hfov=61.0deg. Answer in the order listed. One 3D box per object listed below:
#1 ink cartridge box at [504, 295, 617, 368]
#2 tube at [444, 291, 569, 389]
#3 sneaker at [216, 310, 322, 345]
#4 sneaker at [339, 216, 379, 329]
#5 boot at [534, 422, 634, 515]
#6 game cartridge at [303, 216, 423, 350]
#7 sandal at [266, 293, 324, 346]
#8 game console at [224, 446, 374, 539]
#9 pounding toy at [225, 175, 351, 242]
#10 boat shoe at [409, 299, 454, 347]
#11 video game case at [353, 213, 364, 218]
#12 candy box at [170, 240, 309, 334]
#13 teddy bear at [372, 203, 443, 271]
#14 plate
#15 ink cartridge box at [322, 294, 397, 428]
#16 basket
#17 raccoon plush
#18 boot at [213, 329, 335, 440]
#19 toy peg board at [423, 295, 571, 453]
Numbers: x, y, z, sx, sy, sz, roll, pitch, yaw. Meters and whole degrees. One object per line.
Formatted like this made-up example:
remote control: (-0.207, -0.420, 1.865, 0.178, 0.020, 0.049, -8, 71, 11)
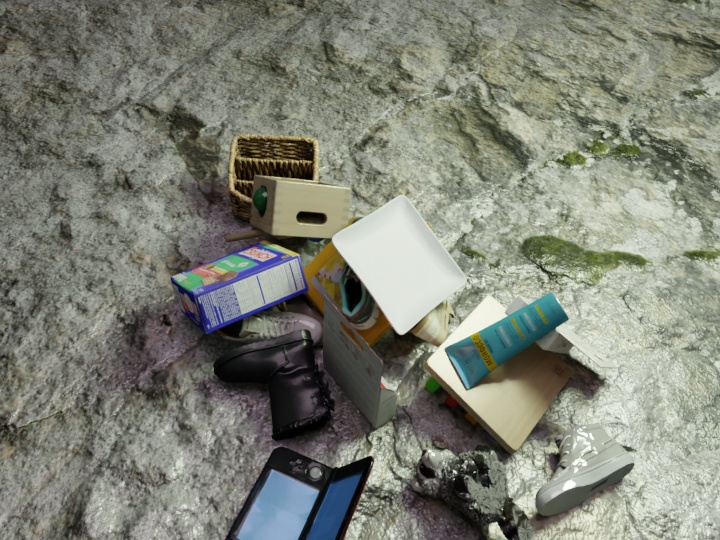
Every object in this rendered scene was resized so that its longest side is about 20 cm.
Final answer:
ink cartridge box: (0.355, 0.125, 1.073, 0.176, 0.045, 0.199, 46, 14, 28)
tube: (0.238, 0.108, 0.989, 0.198, 0.050, 0.078, -34, 62, 12)
sneaker: (-0.169, 0.108, 1.093, 0.196, 0.085, 0.074, 2, 80, 5)
sneaker: (0.000, 0.000, 1.079, 0.076, 0.091, 0.204, -3, 80, 18)
boot: (0.336, 0.312, 0.977, 0.197, 0.075, 0.096, -12, 43, -26)
game cartridge: (-0.004, 0.029, 1.139, 0.176, 0.032, 0.201, -44, 68, 8)
sandal: (-0.130, 0.066, 1.165, 0.199, 0.055, 0.080, 36, 54, 26)
game console: (-0.093, 0.343, 0.871, 0.170, 0.120, 0.201, 19, 48, 12)
pounding toy: (-0.149, -0.110, 1.221, 0.197, 0.145, 0.184, 2, 10, -26)
boat shoe: (0.139, 0.082, 1.143, 0.065, 0.072, 0.200, 38, 21, -2)
video game case: (0.046, -0.030, 1.290, 0.197, 0.023, 0.183, 20, 49, 13)
candy box: (-0.217, 0.023, 1.093, 0.198, 0.078, 0.168, -22, 20, -26)
teddy bear: (0.076, -0.038, 1.180, 0.198, 0.067, 0.147, 26, 80, 20)
plate: (0.067, -0.012, 1.065, 0.198, 0.032, 0.201, -33, 85, -36)
ink cartridge box: (-0.001, 0.144, 1.004, 0.050, 0.202, 0.161, -26, 54, -27)
basket: (-0.190, -0.197, 1.338, 0.196, 0.150, 0.144, 4, 47, -2)
raccoon plush: (0.159, 0.357, 0.928, 0.096, 0.133, 0.203, -20, 83, -41)
boot: (-0.145, 0.202, 1.029, 0.195, 0.074, 0.165, -18, 64, 0)
toy peg board: (0.228, 0.188, 1.073, 0.199, 0.098, 0.199, 43, 58, 11)
